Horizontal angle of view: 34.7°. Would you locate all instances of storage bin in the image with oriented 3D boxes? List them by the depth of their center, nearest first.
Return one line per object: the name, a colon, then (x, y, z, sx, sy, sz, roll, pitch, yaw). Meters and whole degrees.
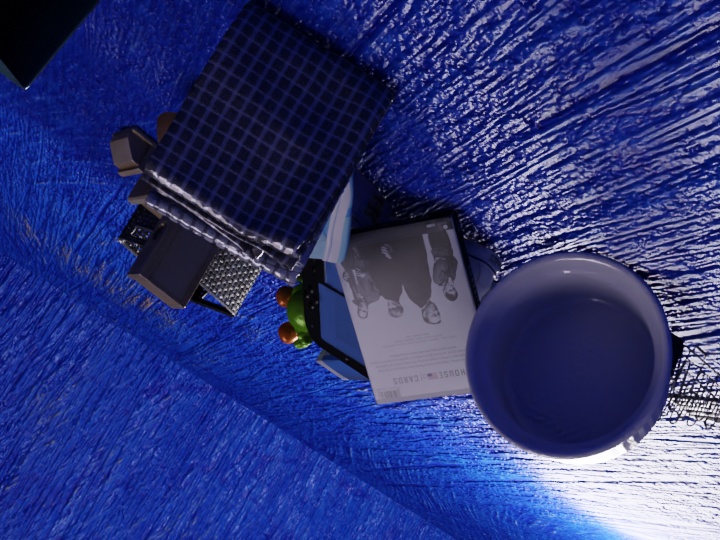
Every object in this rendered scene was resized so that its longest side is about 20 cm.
storage bin: (-0.263, -0.026, 1.796, 0.134, 0.095, 0.200, 16, 160, 40)

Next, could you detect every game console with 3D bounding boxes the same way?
game console: (-0.012, 0.032, 1.363, 0.199, 0.031, 0.180, 27, 130, 50)

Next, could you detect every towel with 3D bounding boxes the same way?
towel: (-0.081, -0.113, 1.013, 0.164, 0.202, 0.086, 30, 163, -5)

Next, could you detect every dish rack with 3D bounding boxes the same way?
dish rack: (0.342, 0.130, 1.254, 0.199, 0.055, 0.153, 37, 164, -22)

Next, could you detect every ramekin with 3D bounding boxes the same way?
ramekin: (0.210, 0.093, 1.130, 0.198, 0.203, 0.098, 21, 170, 28)

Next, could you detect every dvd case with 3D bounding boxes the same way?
dvd case: (0.059, 0.044, 1.254, 0.148, 0.025, 0.203, -9, 108, 24)

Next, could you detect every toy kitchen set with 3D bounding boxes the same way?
toy kitchen set: (-0.297, -0.071, 1.556, 0.163, 0.182, 0.199, 40, 157, -29)

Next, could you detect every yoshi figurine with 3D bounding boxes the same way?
yoshi figurine: (-0.084, 0.057, 1.707, 0.112, 0.113, 0.199, 41, 159, -13)

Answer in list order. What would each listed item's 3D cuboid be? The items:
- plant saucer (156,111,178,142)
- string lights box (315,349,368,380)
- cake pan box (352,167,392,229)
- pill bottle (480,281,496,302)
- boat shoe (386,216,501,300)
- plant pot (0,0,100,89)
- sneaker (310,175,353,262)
plant saucer: (-0.154, -0.102, 1.301, 0.198, 0.037, 0.201, 30, 164, 9)
string lights box: (0.015, 0.101, 1.659, 0.059, 0.104, 0.199, 35, 164, -17)
cake pan box: (-0.085, -0.117, 1.284, 0.183, 0.053, 0.200, 11, 155, 46)
pill bottle: (0.106, 0.073, 1.403, 0.108, 0.110, 0.200, 32, 164, -8)
boat shoe: (0.064, -0.007, 1.306, 0.198, 0.070, 0.071, 18, 161, 35)
plant pot: (-0.370, -0.302, 1.093, 0.199, 0.142, 0.142, 31, 166, 26)
sneaker: (-0.072, -0.084, 1.152, 0.128, 0.080, 0.202, 1, 135, -5)
